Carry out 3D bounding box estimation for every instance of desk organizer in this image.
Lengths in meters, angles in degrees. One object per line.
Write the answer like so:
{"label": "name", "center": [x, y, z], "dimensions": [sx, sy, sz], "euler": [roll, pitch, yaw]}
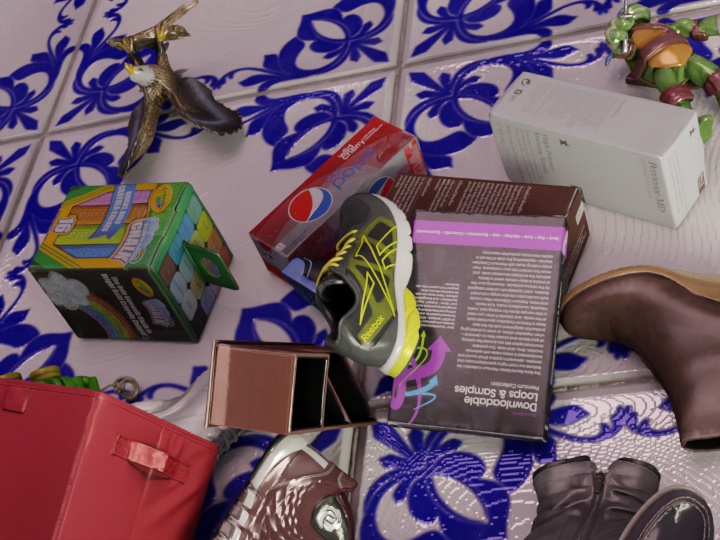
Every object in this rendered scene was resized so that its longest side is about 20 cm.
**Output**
{"label": "desk organizer", "center": [-0.052, 0.101, 1.068], "dimensions": [0.076, 0.200, 0.072], "euler": [5, 88, 22]}

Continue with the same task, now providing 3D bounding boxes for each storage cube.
{"label": "storage cube", "center": [-0.254, 0.203, 1.042], "dimensions": [0.199, 0.171, 0.181], "euler": [4, 70, 32]}

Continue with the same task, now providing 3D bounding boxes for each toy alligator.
{"label": "toy alligator", "center": [-0.286, 0.119, 1.181], "dimensions": [0.054, 0.199, 0.060], "euler": [-29, 75, 44]}

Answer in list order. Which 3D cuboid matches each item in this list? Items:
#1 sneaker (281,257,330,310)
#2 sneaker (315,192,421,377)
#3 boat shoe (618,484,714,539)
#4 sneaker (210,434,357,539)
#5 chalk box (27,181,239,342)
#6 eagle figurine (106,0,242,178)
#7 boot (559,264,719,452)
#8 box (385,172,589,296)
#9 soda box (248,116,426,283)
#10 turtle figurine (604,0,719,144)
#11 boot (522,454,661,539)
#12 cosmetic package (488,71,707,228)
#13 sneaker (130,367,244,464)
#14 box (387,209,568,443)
{"label": "sneaker", "center": [0.015, 0.021, 1.200], "dimensions": [0.199, 0.070, 0.078], "euler": [26, 73, 29]}
{"label": "sneaker", "center": [0.000, 0.000, 1.104], "dimensions": [0.075, 0.084, 0.201], "euler": [-52, 35, 37]}
{"label": "boat shoe", "center": [0.204, 0.249, 0.867], "dimensions": [0.072, 0.063, 0.201], "euler": [26, 85, 0]}
{"label": "sneaker", "center": [-0.070, 0.245, 1.039], "dimensions": [0.115, 0.076, 0.201], "euler": [32, 91, 1]}
{"label": "chalk box", "center": [-0.221, -0.009, 1.299], "dimensions": [0.198, 0.125, 0.125], "euler": [0, 50, 22]}
{"label": "eagle figurine", "center": [-0.246, -0.213, 1.518], "dimensions": [0.152, 0.150, 0.201], "euler": [-39, 65, 45]}
{"label": "boot", "center": [0.265, 0.076, 1.040], "dimensions": [0.198, 0.073, 0.167], "euler": [-5, 46, 15]}
{"label": "box", "center": [0.114, -0.033, 1.208], "dimensions": [0.199, 0.075, 0.101], "euler": [7, 52, 31]}
{"label": "soda box", "center": [-0.021, -0.072, 1.309], "dimensions": [0.200, 0.064, 0.070], "euler": [-44, 48, -18]}
{"label": "turtle figurine", "center": [0.325, -0.233, 1.228], "dimensions": [0.200, 0.143, 0.195], "euler": [-50, 54, 37]}
{"label": "boot", "center": [0.143, 0.216, 0.977], "dimensions": [0.198, 0.070, 0.132], "euler": [-2, 47, 6]}
{"label": "cosmetic package", "center": [0.235, -0.121, 1.217], "dimensions": [0.199, 0.102, 0.074], "euler": [21, 61, 38]}
{"label": "sneaker", "center": [-0.147, 0.158, 1.157], "dimensions": [0.199, 0.078, 0.100], "euler": [-26, 50, 12]}
{"label": "box", "center": [0.106, 0.048, 1.099], "dimensions": [0.142, 0.036, 0.202], "euler": [4, 75, 19]}
